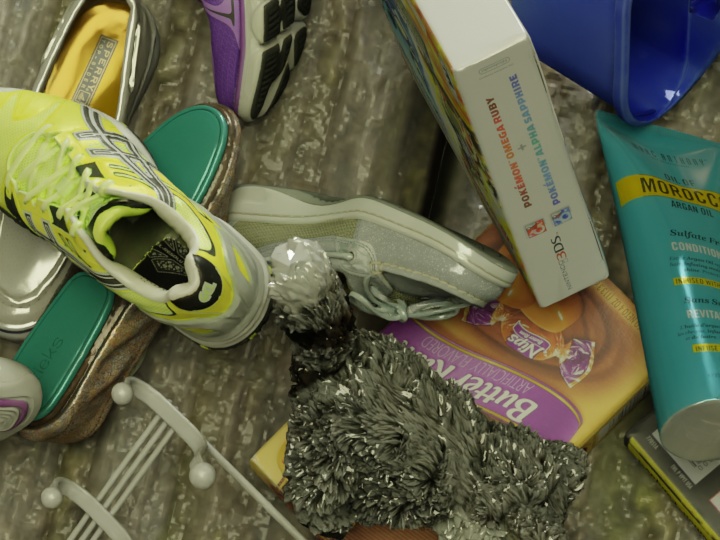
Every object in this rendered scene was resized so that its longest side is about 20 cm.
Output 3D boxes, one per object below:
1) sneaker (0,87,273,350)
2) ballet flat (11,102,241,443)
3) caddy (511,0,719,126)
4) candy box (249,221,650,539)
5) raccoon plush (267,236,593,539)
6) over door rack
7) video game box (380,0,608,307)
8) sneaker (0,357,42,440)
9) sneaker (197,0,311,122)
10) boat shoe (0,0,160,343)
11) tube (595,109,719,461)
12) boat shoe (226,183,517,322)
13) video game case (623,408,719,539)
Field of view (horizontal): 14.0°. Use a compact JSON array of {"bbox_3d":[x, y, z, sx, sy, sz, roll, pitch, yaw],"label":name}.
[{"bbox_3d":[-0.129,-0.037,1.466,0.200,0.076,0.076,32,88,20],"label":"sneaker"},{"bbox_3d":[-0.118,0.004,1.532,0.068,0.067,0.200,34,87,34],"label":"ballet flat"},{"bbox_3d":[0.154,-0.165,1.496,0.105,0.200,0.141,31,64,22],"label":"caddy"},{"bbox_3d":[0.054,0.073,1.510,0.200,0.056,0.117,-45,78,-6],"label":"candy box"},{"bbox_3d":[0.033,0.074,1.392,0.133,0.200,0.097,8,63,18],"label":"raccoon plush"},{"bbox_3d":[-0.086,0.170,1.463,0.200,0.067,0.148,39,104,14],"label":"over door rack"},{"bbox_3d":[0.050,-0.109,1.458,0.047,0.182,0.200,-27,48,0],"label":"video game box"},{"bbox_3d":[-0.245,0.036,1.506,0.199,0.075,0.100,5,66,30],"label":"sneaker"},{"bbox_3d":[-0.078,-0.179,1.553,0.083,0.081,0.201,-3,105,21],"label":"sneaker"},{"bbox_3d":[-0.158,-0.061,1.551,0.071,0.070,0.201,19,77,8],"label":"boat shoe"},{"bbox_3d":[0.164,0.003,1.489,0.077,0.050,0.201,17,46,-25],"label":"tube"},{"bbox_3d":[-0.002,-0.001,1.487,0.201,0.074,0.065,11,81,45],"label":"boat shoe"},{"bbox_3d":[0.268,0.092,1.507,0.200,0.026,0.181,-39,76,-7],"label":"video game case"}]
